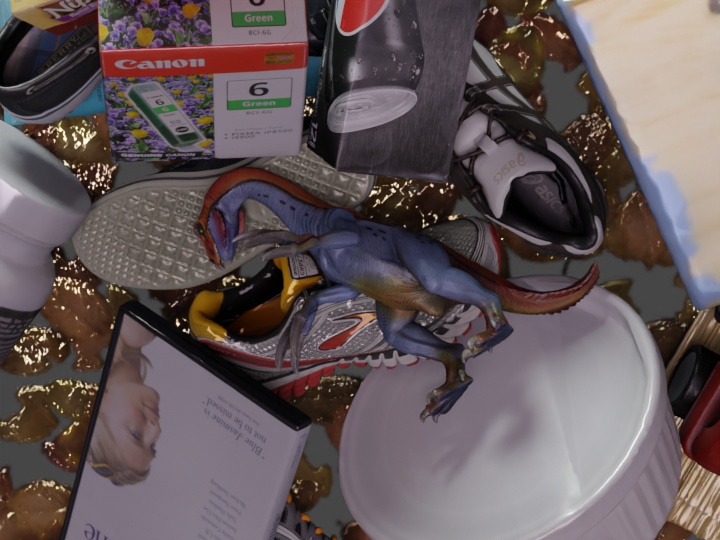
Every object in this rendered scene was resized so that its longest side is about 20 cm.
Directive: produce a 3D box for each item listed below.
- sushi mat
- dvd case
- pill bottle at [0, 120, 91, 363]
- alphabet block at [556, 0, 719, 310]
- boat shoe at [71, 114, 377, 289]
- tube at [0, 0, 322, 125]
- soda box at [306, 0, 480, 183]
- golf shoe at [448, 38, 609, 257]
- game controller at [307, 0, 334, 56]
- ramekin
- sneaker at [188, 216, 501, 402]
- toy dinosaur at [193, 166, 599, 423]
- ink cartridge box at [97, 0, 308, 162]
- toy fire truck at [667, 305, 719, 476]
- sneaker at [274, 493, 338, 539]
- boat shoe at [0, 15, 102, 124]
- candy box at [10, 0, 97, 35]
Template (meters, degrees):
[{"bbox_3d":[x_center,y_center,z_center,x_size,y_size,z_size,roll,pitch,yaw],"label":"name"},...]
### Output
[{"bbox_3d":[0.236,0.075,1.217,0.095,0.012,0.200,27,106,-5],"label":"sushi mat"},{"bbox_3d":[-0.113,0.134,1.188,0.142,0.018,0.200,32,123,22],"label":"dvd case"},{"bbox_3d":[-0.254,0.013,1.159,0.116,0.116,0.200,36,104,-9],"label":"pill bottle"},{"bbox_3d":[0.228,-0.122,1.063,0.199,0.196,0.196,-25,107,9],"label":"alphabet block"},{"bbox_3d":[-0.079,-0.042,1.167,0.199,0.062,0.075,-20,110,17],"label":"boat shoe"},{"bbox_3d":[-0.117,-0.126,1.151,0.199,0.050,0.078,-1,97,7],"label":"tube"},{"bbox_3d":[0.025,-0.152,1.051,0.071,0.063,0.201,5,103,-19],"label":"soda box"},{"bbox_3d":[0.070,-0.082,1.129,0.200,0.095,0.078,37,98,-10],"label":"golf shoe"},{"bbox_3d":[-0.028,-0.225,1.095,0.104,0.042,0.201,-23,94,-12],"label":"game controller"},{"bbox_3d":[0.096,0.108,1.142,0.202,0.203,0.094,-29,131,10],"label":"ramekin"},{"bbox_3d":[-0.010,0.018,1.159,0.199,0.078,0.082,-24,136,7],"label":"sneaker"},{"bbox_3d":[0.000,0.000,1.114,0.182,0.200,0.105,47,135,21],"label":"toy dinosaur"},{"bbox_3d":[-0.083,-0.121,1.022,0.109,0.200,0.051,-3,69,-5],"label":"ink cartridge box"},{"bbox_3d":[0.273,0.065,1.101,0.128,0.200,0.176,26,106,-5],"label":"toy fire truck"},{"bbox_3d":[-0.044,0.185,1.236,0.077,0.078,0.201,-28,100,-20],"label":"sneaker"},{"bbox_3d":[-0.139,-0.166,1.108,0.069,0.057,0.200,39,91,13],"label":"boat shoe"},{"bbox_3d":[-0.140,-0.241,1.055,0.116,0.056,0.201,-13,80,19],"label":"candy box"}]
